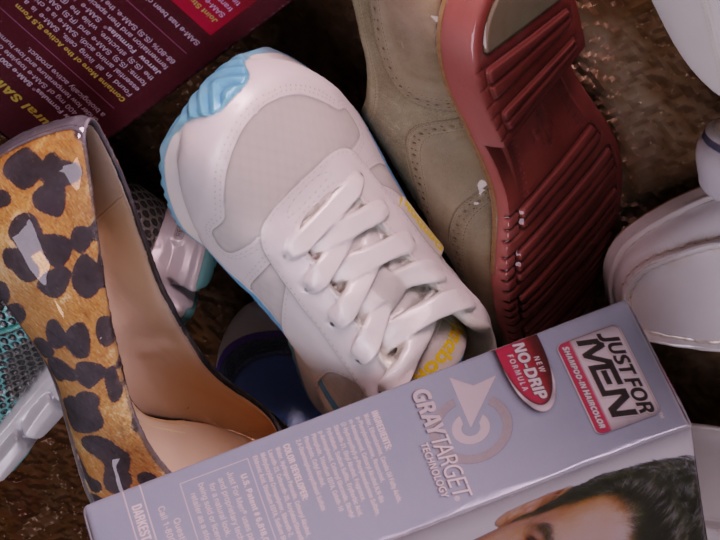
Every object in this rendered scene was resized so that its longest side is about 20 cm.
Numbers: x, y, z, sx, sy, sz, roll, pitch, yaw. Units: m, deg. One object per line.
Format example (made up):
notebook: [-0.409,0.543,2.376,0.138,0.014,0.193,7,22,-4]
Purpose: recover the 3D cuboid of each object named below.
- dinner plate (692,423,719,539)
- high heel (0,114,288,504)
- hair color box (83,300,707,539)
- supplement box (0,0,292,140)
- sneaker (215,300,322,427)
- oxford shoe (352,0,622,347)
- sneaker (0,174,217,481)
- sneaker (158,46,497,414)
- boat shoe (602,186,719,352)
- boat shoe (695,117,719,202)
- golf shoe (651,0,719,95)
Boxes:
dinner plate: [0.113,0.156,0.934,0.200,0.024,0.201,-4,105,-15]
high heel: [-0.056,0.031,0.859,0.200,0.071,0.143,23,126,-13]
hair color box: [0.016,0.094,0.845,0.200,0.061,0.099,-21,141,-3]
supplement box: [-0.070,-0.127,0.810,0.200,0.061,0.109,-33,118,30]
sneaker: [-0.019,0.127,0.961,0.080,0.147,0.200,-2,131,11]
oxford shoe: [0.043,-0.045,0.874,0.075,0.070,0.200,24,145,32]
sneaker: [-0.146,0.021,0.948,0.091,0.078,0.200,40,116,-18]
sneaker: [0.000,0.000,0.855,0.081,0.077,0.200,33,164,42]
boat shoe: [0.185,0.006,0.873,0.200,0.069,0.071,-7,129,12]
boat shoe: [0.214,-0.055,0.825,0.200,0.071,0.070,1,115,8]
golf shoe: [0.115,-0.126,0.761,0.072,0.092,0.200,-2,131,11]
